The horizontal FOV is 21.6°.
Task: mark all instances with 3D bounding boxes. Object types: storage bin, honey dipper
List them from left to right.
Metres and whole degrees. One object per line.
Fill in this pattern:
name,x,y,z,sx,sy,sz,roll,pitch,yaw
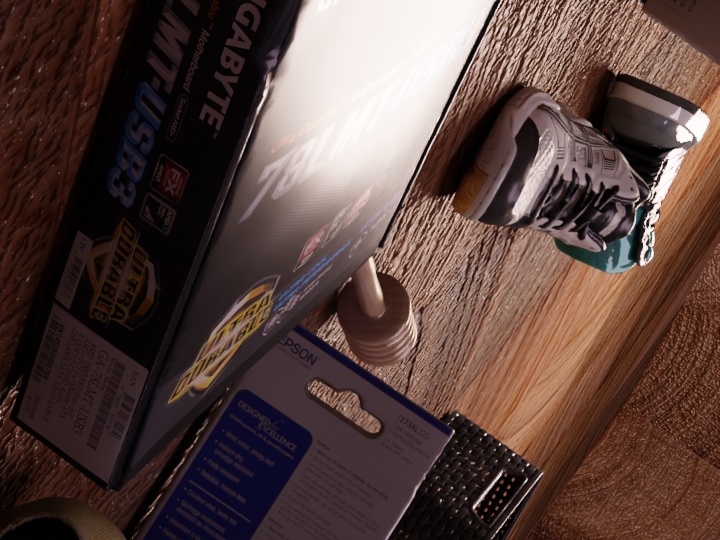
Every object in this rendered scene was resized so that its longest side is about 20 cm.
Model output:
honey dipper,0.000,0.000,0.869,0.038,0.038,0.200,-53,164,-12
storage bin,0.055,0.232,1.557,0.135,0.093,0.201,-43,163,-48

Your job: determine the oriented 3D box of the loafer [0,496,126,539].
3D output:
loafer,-0.143,0.154,0.609,0.068,0.075,0.201,96,20,-65

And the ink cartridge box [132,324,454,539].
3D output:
ink cartridge box,-0.050,0.127,0.838,0.201,0.094,0.037,-57,178,6

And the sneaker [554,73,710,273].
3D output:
sneaker,0.183,-0.062,1.327,0.122,0.083,0.200,-65,170,-4

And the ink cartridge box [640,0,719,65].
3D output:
ink cartridge box,0.243,-0.216,1.084,0.201,0.040,0.200,-60,-152,13

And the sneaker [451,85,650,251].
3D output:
sneaker,0.117,-0.051,1.061,0.076,0.087,0.200,-58,167,19

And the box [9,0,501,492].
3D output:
box,-0.018,-0.053,0.613,0.200,0.049,0.200,-41,162,-54
